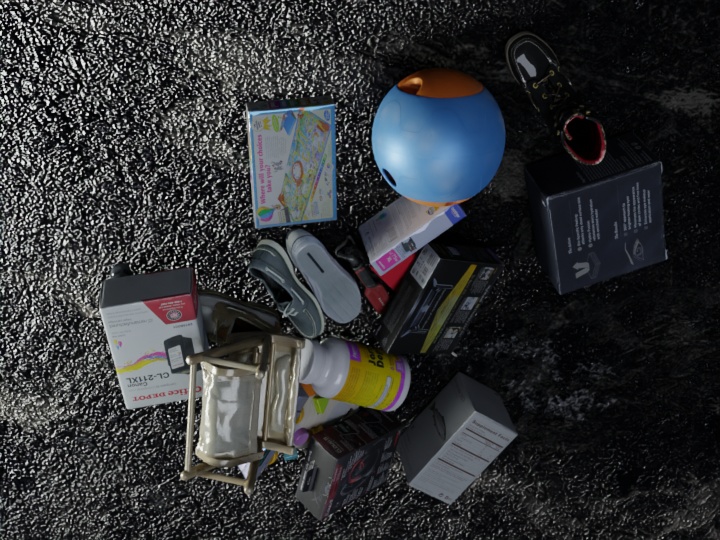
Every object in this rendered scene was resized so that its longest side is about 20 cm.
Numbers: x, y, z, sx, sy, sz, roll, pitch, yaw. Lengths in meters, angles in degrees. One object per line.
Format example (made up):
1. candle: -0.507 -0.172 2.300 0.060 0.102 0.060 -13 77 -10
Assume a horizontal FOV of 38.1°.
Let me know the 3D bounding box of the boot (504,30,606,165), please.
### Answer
1. boot: 0.298 -0.258 1.579 0.073 0.151 0.201 -31 125 8

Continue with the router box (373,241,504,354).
1. router box: 0.131 0.049 1.753 0.156 0.052 0.202 5 124 -41

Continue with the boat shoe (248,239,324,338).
1. boat shoe: -0.125 0.044 1.714 0.072 0.062 0.202 -4 128 34

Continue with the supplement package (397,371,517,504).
1. supplement package: 0.176 0.313 1.947 0.116 0.117 0.201 29 112 -28

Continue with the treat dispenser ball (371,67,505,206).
1. treat dispenser ball: 0.116 -0.196 1.544 0.197 0.202 0.204 -6 124 -9

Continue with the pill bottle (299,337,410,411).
1. pill bottle: -0.017 0.176 1.803 0.198 0.105 0.105 17 118 -32

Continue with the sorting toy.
1. sorting toy: -0.092 0.270 1.882 0.178 0.107 0.201 9 122 -42

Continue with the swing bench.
1. swing bench: -0.183 0.216 1.652 0.128 0.200 0.203 9 103 15

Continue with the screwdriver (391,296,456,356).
1. screwdriver: 0.116 0.107 1.851 0.028 0.029 0.200 -39 122 14

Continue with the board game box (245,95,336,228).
1. board game box: -0.105 -0.166 1.612 0.132 0.034 0.203 -6 124 -10

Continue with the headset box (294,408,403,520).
1. headset box: -0.027 0.348 1.888 0.198 0.075 0.150 -20 135 -44

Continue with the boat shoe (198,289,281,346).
1. boat shoe: -0.225 0.084 1.727 0.197 0.069 0.076 7 121 -18

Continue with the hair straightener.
1. hair straightener: 0.000 0.000 1.720 0.041 0.078 0.200 -30 146 10

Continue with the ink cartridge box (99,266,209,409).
1. ink cartridge box: -0.317 0.108 1.646 0.143 0.083 0.203 -9 123 -4

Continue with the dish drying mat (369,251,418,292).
1. dish drying mat: 0.092 0.018 1.756 0.076 0.018 0.200 -34 142 11

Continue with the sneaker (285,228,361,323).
1. sneaker: -0.058 0.003 1.715 0.072 0.071 0.201 -31 130 -2

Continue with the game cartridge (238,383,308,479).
1. game cartridge: -0.173 0.251 1.813 0.038 0.130 0.201 10 122 -42

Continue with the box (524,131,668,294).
1. box: 0.391 -0.095 1.730 0.197 0.118 0.199 -18 126 -3

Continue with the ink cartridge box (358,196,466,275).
1. ink cartridge box: 0.093 -0.087 1.661 0.199 0.120 0.042 -37 120 11

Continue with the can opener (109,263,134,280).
1. can opener: -0.361 0.081 1.701 0.065 0.053 0.202 -19 125 0
